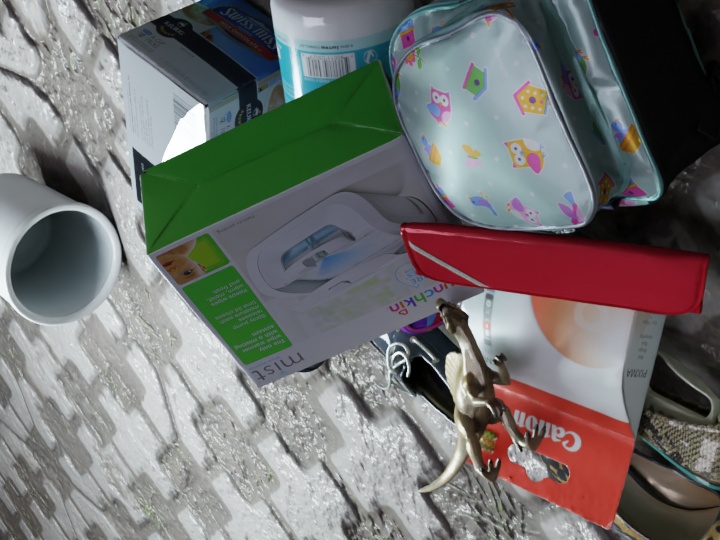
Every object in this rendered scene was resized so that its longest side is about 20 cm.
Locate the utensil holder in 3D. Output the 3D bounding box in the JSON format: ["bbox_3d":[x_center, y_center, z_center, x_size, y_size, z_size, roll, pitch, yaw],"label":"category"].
[{"bbox_3d":[-0.453,-0.035,1.557,0.199,0.169,0.171,24,135,45],"label":"utensil holder"}]

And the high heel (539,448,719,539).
[{"bbox_3d":[0.218,0.165,0.858,0.143,0.072,0.200,49,160,-20],"label":"high heel"}]

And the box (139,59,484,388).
[{"bbox_3d":[-0.034,-0.029,0.839,0.097,0.198,0.177,-104,-13,-45],"label":"box"}]

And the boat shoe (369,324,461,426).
[{"bbox_3d":[0.058,0.089,1.050,0.200,0.062,0.075,38,145,30],"label":"boat shoe"}]

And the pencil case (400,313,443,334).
[{"bbox_3d":[0.000,0.000,1.035,0.199,0.088,0.089,15,129,49],"label":"pencil case"}]

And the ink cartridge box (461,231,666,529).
[{"bbox_3d":[0.138,0.071,0.846,0.161,0.050,0.202,18,96,47],"label":"ink cartridge box"}]

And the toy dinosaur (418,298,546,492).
[{"bbox_3d":[0.091,0.112,0.869,0.101,0.058,0.202,45,143,49],"label":"toy dinosaur"}]

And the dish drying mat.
[{"bbox_3d":[0.127,-0.001,0.750,0.198,0.018,0.077,9,153,17],"label":"dish drying mat"}]

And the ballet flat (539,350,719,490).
[{"bbox_3d":[0.210,0.092,0.848,0.199,0.067,0.076,25,115,43],"label":"ballet flat"}]

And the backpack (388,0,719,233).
[{"bbox_3d":[0.109,-0.114,0.726,0.199,0.153,0.177,0,123,61],"label":"backpack"}]

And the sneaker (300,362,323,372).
[{"bbox_3d":[-0.087,0.013,1.180,0.087,0.074,0.201,-29,91,54],"label":"sneaker"}]

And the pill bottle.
[{"bbox_3d":[-0.006,-0.136,0.898,0.110,0.110,0.202,28,137,39],"label":"pill bottle"}]

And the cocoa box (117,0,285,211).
[{"bbox_3d":[-0.132,-0.132,1.056,0.133,0.131,0.201,38,143,28],"label":"cocoa box"}]
